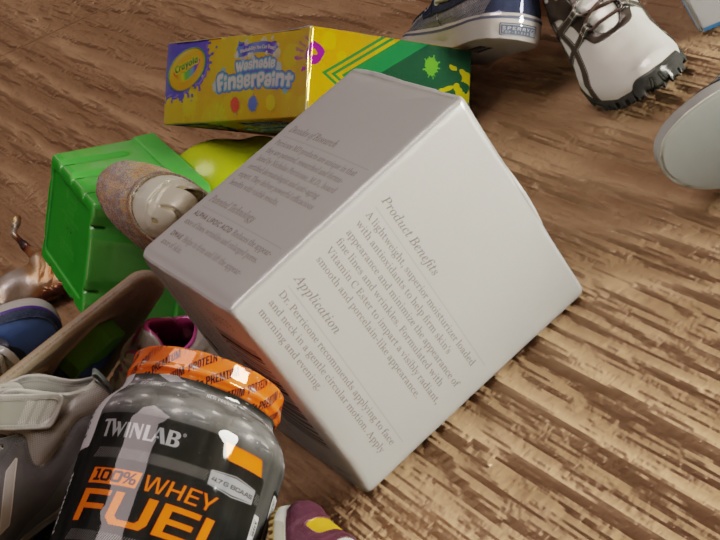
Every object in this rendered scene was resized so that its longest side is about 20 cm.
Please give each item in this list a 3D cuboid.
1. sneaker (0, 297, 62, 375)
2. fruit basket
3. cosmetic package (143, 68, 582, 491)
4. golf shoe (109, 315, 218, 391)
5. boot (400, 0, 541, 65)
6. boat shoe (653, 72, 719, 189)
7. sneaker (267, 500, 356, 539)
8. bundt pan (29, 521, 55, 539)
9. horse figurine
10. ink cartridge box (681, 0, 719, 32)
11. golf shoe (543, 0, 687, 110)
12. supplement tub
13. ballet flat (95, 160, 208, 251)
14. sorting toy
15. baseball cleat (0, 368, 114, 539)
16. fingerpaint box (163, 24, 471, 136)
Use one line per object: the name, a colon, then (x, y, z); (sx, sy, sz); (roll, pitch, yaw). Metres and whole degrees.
sneaker: (-0.304, 0.119, 1.444); (0.200, 0.081, 0.146); (-38, 35, -11)
fruit basket: (-0.145, -0.038, 1.472); (0.214, 0.157, 0.216); (8, 15, -2)
cosmetic package: (0.000, 0.000, 1.171); (0.200, 0.165, 0.165); (-41, 27, -12)
golf shoe: (-0.153, 0.079, 1.308); (0.199, 0.092, 0.076); (-28, 29, 19)
boot: (0.092, -0.220, 1.455); (0.200, 0.072, 0.091); (-179, 94, -65)
boat shoe: (0.275, -0.118, 1.154); (0.199, 0.071, 0.064); (-27, 28, 0)
sneaker: (0.004, 0.186, 0.989); (0.089, 0.075, 0.200); (-17, 27, -2)
bundt pan: (-0.202, 0.199, 1.186); (0.201, 0.076, 0.202); (-28, 28, 16)
horse figurine: (-0.323, 0.012, 1.643); (0.199, 0.050, 0.133); (-30, 44, -7)
ink cartridge box: (0.310, -0.287, 1.357); (0.146, 0.086, 0.201); (-21, 32, 27)
golf shoe: (0.176, -0.188, 1.346); (0.078, 0.095, 0.200); (-33, 28, 2)
supplement tub: (-0.117, 0.154, 1.049); (0.122, 0.122, 0.201); (-6, 60, 44)
ballet flat: (-0.113, -0.026, 1.320); (0.068, 0.200, 0.067); (-50, -10, -20)
sorting toy: (-0.234, 0.097, 1.269); (0.200, 0.036, 0.185); (-36, -11, -43)
baseball cleat: (-0.235, 0.134, 1.129); (0.199, 0.107, 0.070); (-35, 13, -8)
fingerpaint box: (-0.037, -0.146, 1.449); (0.199, 0.166, 0.074); (3, 90, 51)
